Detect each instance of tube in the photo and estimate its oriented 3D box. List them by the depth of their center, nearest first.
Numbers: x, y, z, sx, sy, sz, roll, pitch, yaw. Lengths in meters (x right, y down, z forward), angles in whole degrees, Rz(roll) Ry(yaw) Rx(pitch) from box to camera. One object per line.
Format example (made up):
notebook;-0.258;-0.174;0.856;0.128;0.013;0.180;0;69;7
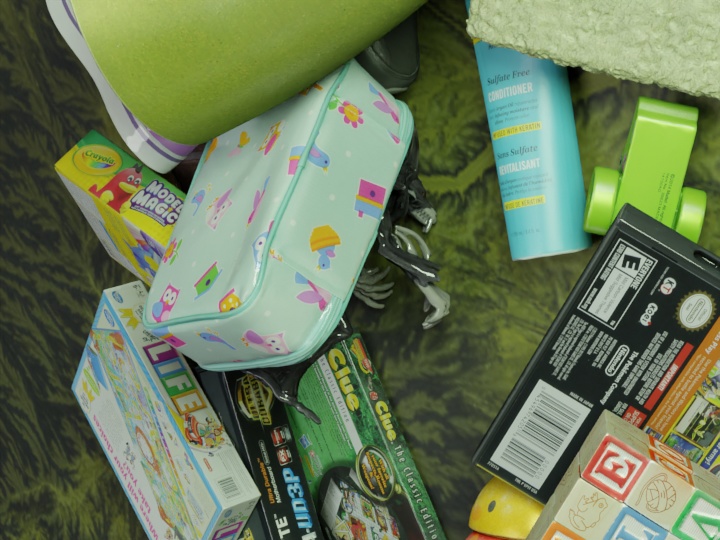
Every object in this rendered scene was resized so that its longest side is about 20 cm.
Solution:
tube;0.102;-0.109;1.049;0.077;0.050;0.203;-10;89;39

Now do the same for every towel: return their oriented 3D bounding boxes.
towel;0.158;-0.175;0.933;0.198;0.036;0.150;13;107;19

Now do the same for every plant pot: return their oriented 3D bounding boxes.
plant pot;-0.040;-0.190;0.994;0.198;0.187;0.190;-14;91;27

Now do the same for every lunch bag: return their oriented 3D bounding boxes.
lunch bag;-0.054;-0.037;1.083;0.160;0.077;0.202;-14;49;53

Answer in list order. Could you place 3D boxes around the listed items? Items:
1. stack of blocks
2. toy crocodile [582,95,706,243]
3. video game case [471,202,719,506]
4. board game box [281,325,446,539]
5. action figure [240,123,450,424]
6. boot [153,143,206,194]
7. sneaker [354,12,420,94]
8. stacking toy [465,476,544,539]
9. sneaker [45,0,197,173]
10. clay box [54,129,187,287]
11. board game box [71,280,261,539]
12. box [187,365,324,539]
stack of blocks;0.135;0.197;0.963;0.114;0.059;0.201;30;101;2
toy crocodile;0.161;-0.004;1.008;0.067;0.062;0.203;7;109;4
video game case;0.182;0.085;0.978;0.180;0.026;0.201;31;126;5
board game box;0.000;0.151;1.243;0.104;0.023;0.202;-30;80;49
action figure;0.000;0.000;1.143;0.201;0.102;0.119;-56;21;-3
boot;-0.114;-0.126;1.240;0.165;0.072;0.202;-6;108;52
sneaker;0.009;-0.214;1.090;0.079;0.075;0.203;-9;95;44
stacking toy;0.109;0.174;1.086;0.145;0.145;0.203;-1;83;46
sneaker;-0.138;-0.170;1.172;0.114;0.072;0.201;-45;57;16
clay box;-0.130;-0.013;1.244;0.199;0.048;0.115;33;160;34
board game box;-0.153;0.128;1.308;0.201;0.034;0.135;58;144;24
box;-0.096;0.169;1.314;0.158;0.046;0.202;-18;88;57
